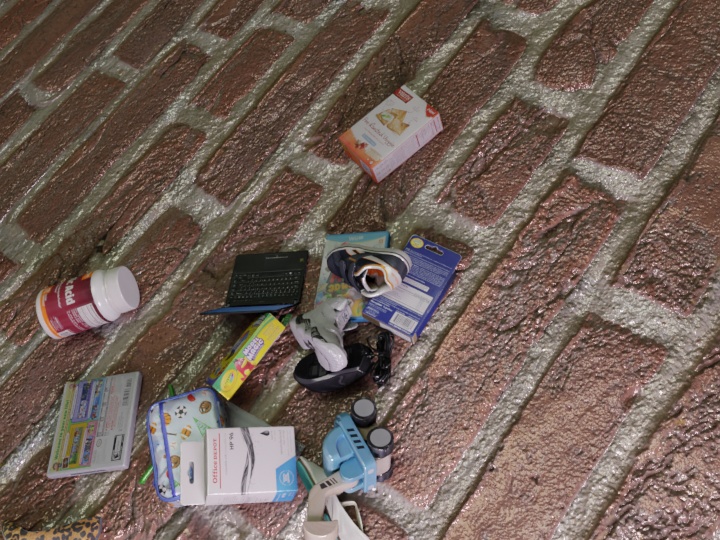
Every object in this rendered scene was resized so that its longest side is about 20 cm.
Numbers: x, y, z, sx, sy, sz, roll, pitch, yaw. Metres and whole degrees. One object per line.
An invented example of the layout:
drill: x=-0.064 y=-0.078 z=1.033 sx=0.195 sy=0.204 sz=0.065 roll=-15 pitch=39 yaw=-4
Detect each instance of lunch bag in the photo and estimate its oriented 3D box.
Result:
lunch bag: x=-0.315 y=0.329 z=1.481 sx=0.156 sy=0.076 sz=0.204 roll=-15 pitch=63 yaw=-1

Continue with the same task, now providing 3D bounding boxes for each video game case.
video game case: x=-0.017 y=0.012 z=1.634 sx=0.140 sy=0.018 sz=0.204 roll=-3 pitch=57 yaw=19
video game case: x=-0.537 y=0.312 z=1.631 sx=0.177 sy=0.022 sz=0.204 roll=-10 pitch=56 yaw=14

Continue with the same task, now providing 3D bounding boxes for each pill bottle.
pill bottle: x=-0.592 y=0.066 z=1.753 sx=0.196 sy=0.115 sz=0.116 roll=-18 pitch=53 yaw=8

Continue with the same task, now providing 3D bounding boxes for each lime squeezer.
lime squeezer: x=-0.373 y=0.316 z=1.567 sx=0.070 sy=0.037 sz=0.204 roll=-24 pitch=47 yaw=45

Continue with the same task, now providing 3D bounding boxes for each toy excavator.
toy excavator: x=-0.031 y=0.339 z=1.338 sx=0.196 sy=0.101 sz=0.196 roll=-20 pitch=49 yaw=-17

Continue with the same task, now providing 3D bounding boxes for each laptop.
laptop: x=-0.215 y=0.024 z=1.647 sx=0.173 sy=0.104 sz=0.204 roll=-3 pitch=57 yaw=18

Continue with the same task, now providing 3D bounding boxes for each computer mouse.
computer mouse: x=-0.028 y=0.187 z=1.495 sx=0.195 sy=0.054 sz=0.140 roll=-12 pitch=34 yaw=14

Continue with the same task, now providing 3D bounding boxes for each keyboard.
keyboard: x=-0.193 y=0.311 z=1.512 sx=0.197 sy=0.011 sz=0.057 roll=22 pitch=73 yaw=31

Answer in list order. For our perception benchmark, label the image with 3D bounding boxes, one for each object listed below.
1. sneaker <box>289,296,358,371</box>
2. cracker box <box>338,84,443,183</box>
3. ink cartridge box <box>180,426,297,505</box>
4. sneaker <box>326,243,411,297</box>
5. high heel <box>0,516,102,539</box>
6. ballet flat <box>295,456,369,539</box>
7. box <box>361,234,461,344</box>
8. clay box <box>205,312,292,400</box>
sneaker: x=-0.050 y=0.110 z=1.498 sx=0.114 sy=0.076 sz=0.199 roll=-32 pitch=27 yaw=-17
cracker box: x=0.068 y=-0.305 z=1.785 sx=0.199 sy=0.058 sz=0.134 roll=-39 pitch=54 yaw=-8
ink cartridge box: x=-0.213 y=0.339 z=1.399 sx=0.195 sy=0.068 sz=0.119 roll=1 pitch=61 yaw=-16
sneaker: x=0.000 y=0.000 z=1.552 sx=0.197 sy=0.079 sz=0.080 roll=0 pitch=44 yaw=40
high heel: x=-0.578 y=0.486 z=1.510 sx=0.197 sy=0.072 sz=0.143 roll=27 pitch=63 yaw=30
ballet flat: x=-0.044 y=0.398 z=1.371 sx=0.069 sy=0.070 sz=0.202 roll=-31 pitch=57 yaw=-2
box: x=0.103 y=0.033 z=1.557 sx=0.119 sy=0.033 sz=0.202 roll=24 pitch=66 yaw=25
clay box: x=-0.216 y=0.152 z=1.556 sx=0.201 sy=0.047 sz=0.115 roll=-53 pitch=12 yaw=-14
